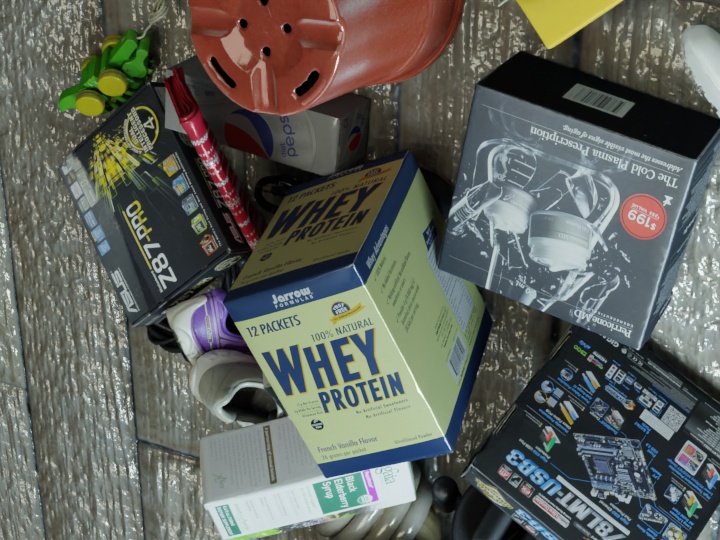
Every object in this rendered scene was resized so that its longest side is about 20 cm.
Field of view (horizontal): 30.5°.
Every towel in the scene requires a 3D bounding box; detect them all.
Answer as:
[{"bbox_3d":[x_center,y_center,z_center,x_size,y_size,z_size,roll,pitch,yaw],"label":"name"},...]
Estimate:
[{"bbox_3d":[-0.123,-0.084,1.231,0.022,0.145,0.201,-28,118,-1],"label":"towel"}]

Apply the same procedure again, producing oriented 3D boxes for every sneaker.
[{"bbox_3d":[-0.069,0.127,1.336,0.092,0.197,0.077,-131,43,-58],"label":"sneaker"},{"bbox_3d":[0.337,-0.128,1.058,0.080,0.076,0.200,-41,93,25],"label":"sneaker"},{"bbox_3d":[-0.125,0.095,1.391,0.083,0.081,0.201,-30,137,1],"label":"sneaker"}]

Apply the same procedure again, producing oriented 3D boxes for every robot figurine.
[{"bbox_3d":[0.147,0.258,1.269,0.123,0.200,0.152,-18,74,0],"label":"robot figurine"}]

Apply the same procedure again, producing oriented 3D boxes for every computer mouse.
[{"bbox_3d":[-0.008,-0.069,1.266,0.197,0.034,0.060,0,106,11],"label":"computer mouse"}]

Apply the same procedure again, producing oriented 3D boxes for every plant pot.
[{"bbox_3d":[-0.037,-0.233,1.139,0.198,0.195,0.204,12,118,24],"label":"plant pot"}]

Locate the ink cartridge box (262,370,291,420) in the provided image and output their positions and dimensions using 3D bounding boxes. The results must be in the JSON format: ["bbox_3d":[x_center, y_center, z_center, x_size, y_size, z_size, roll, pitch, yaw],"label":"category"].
[{"bbox_3d":[-0.063,0.065,1.284,0.037,0.201,0.095,-24,129,15],"label":"ink cartridge box"}]

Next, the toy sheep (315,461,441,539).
[{"bbox_3d":[0.001,0.234,1.381,0.199,0.139,0.138,31,127,-9],"label":"toy sheep"}]

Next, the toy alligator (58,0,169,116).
[{"bbox_3d":[-0.239,-0.209,1.358,0.054,0.060,0.199,27,136,-34],"label":"toy alligator"}]

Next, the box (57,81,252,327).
[{"bbox_3d":[-0.214,-0.068,1.370,0.160,0.049,0.202,-34,77,32],"label":"box"}]

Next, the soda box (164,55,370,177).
[{"bbox_3d":[-0.093,-0.153,1.288,0.198,0.068,0.064,18,121,21],"label":"soda box"}]

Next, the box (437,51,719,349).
[{"bbox_3d":[0.188,-0.063,1.146,0.198,0.104,0.184,22,123,20],"label":"box"}]

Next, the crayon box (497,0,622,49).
[{"bbox_3d":[0.197,-0.236,0.998,0.125,0.200,0.052,-32,96,37],"label":"crayon box"}]

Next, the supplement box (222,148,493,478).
[{"bbox_3d":[0.006,0.037,1.191,0.133,0.201,0.201,-16,117,26],"label":"supplement box"}]

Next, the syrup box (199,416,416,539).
[{"bbox_3d":[-0.050,0.192,1.283,0.197,0.082,0.079,-13,139,2],"label":"syrup box"}]

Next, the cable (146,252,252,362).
[{"bbox_3d":[-0.193,0.008,1.433,0.163,0.051,0.200,48,127,2],"label":"cable"}]

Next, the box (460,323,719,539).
[{"bbox_3d":[0.224,0.166,1.179,0.199,0.199,0.050,37,158,8],"label":"box"}]
